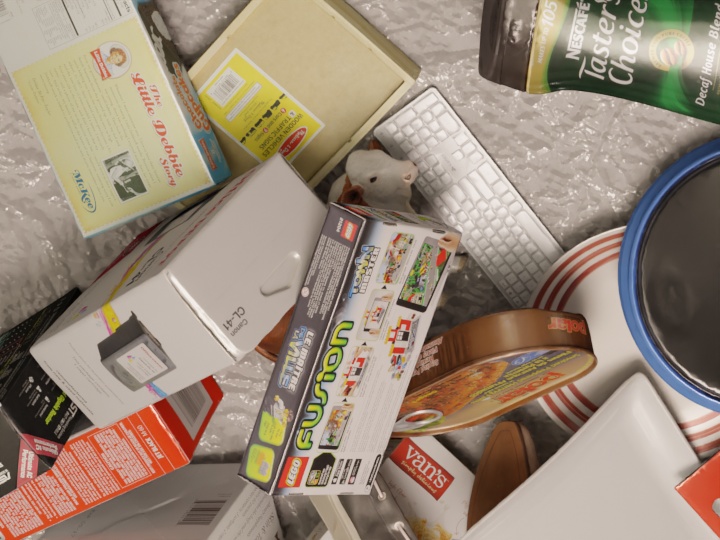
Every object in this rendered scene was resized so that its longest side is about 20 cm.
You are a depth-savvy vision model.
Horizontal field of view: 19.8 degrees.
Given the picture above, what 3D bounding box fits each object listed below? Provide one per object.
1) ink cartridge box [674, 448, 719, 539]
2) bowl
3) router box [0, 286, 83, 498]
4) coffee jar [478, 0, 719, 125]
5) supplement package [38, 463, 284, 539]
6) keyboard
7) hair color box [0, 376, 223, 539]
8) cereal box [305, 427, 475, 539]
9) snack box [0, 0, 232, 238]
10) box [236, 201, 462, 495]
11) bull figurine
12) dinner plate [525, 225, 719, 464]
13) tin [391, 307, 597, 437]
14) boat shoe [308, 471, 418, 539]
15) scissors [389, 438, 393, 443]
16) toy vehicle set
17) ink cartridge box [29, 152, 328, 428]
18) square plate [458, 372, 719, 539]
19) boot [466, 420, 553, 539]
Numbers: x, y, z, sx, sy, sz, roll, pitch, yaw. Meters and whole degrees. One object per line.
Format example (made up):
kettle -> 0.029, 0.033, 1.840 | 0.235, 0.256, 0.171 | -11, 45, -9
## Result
ink cartridge box -> 0.338, 0.137, 1.491 | 0.200, 0.050, 0.109 | -41, 101, 9
bowl -> 0.279, 0.004, 1.432 | 0.200, 0.039, 0.201 | 0, 92, 5
router box -> -0.274, 0.110, 1.533 | 0.150, 0.200, 0.062 | -30, 106, 22
coffee jar -> 0.181, -0.161, 1.389 | 0.200, 0.085, 0.104 | 10, 116, 7
supplement package -> -0.144, 0.273, 1.601 | 0.151, 0.152, 0.200 | -4, 114, 23
keyboard -> 0.092, -0.041, 1.502 | 0.056, 0.011, 0.200 | -34, 104, 22
hair color box -> -0.213, 0.136, 1.586 | 0.200, 0.111, 0.064 | -24, 108, 21
cereal box -> 0.027, 0.234, 1.562 | 0.144, 0.040, 0.200 | 43, 75, -10
snack box -> -0.185, -0.135, 1.476 | 0.116, 0.037, 0.200 | -20, 98, 23
box -> -0.006, 0.056, 1.412 | 0.035, 0.110, 0.200 | 27, 102, 38
bull figurine -> 0.000, 0.000, 1.508 | 0.121, 0.065, 0.200 | 36, 117, -10
dinner plate -> 0.217, 0.052, 1.510 | 0.200, 0.024, 0.200 | 3, 116, 6
tin -> 0.082, 0.074, 1.480 | 0.112, 0.042, 0.200 | 13, 151, -38
boat shoe -> -0.001, 0.163, 1.512 | 0.057, 0.200, 0.067 | -16, 160, -20
scissors -> -0.033, 0.092, 1.585 | 0.073, 0.014, 0.200 | -23, 108, 19
toy vehicle set -> -0.069, -0.114, 1.491 | 0.124, 0.027, 0.200 | 41, 115, -9
ink cartridge box -> -0.122, 0.016, 1.452 | 0.086, 0.148, 0.200 | 49, 141, -10
square plate -> 0.182, 0.209, 1.513 | 0.198, 0.028, 0.200 | -41, 110, -17
boot -> 0.156, 0.219, 1.560 | 0.146, 0.070, 0.200 | 9, 85, -32
